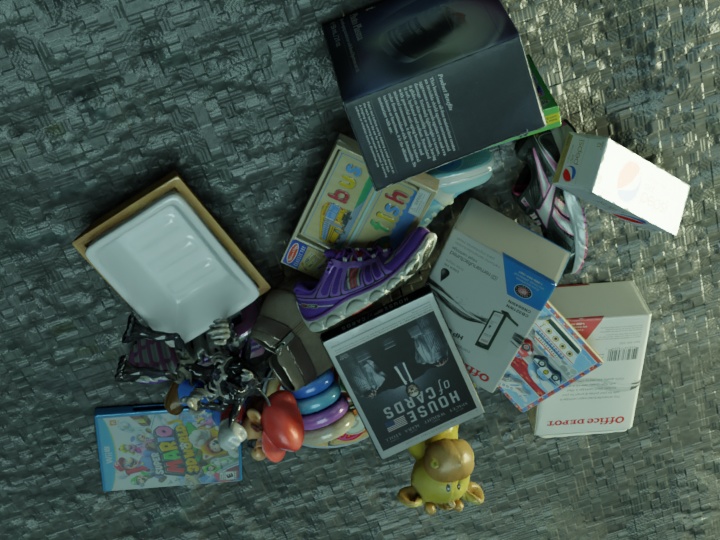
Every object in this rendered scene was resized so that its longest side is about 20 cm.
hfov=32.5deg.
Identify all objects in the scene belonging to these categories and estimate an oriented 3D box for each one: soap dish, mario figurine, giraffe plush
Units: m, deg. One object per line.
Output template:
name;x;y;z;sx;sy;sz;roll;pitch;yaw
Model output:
soap dish;-0.228;-0.015;1.508;0.156;0.082;0.201;-30;125;12
mario figurine;-0.161;0.202;1.597;0.198;0.123;0.107;15;131;32
giraffe plush;0.096;0.237;1.658;0.170;0.164;0.201;-14;145;-1

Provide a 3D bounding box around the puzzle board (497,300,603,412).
puzzle board;0.200;0.087;1.626;0.200;0.017;0.150;45;128;-10

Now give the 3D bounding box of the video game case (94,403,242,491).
video game case;-0.265;0.245;1.722;0.197;0.018;0.145;-3;126;-8

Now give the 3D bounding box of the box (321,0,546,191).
box;0.075;-0.217;1.349;0.196;0.201;0.124;-20;126;3

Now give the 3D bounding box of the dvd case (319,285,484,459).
dvd case;0.055;0.130;1.537;0.149;0.025;0.202;-25;120;2

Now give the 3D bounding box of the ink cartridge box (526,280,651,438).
ink cartridge box;0.307;0.123;1.698;0.144;0.083;0.202;-3;124;-7

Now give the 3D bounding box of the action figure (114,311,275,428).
action figure;-0.192;0.119;1.490;0.197;0.102;0.121;15;77;-13

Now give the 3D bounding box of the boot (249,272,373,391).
boot;-0.043;0.095;1.555;0.200;0.070;0.146;46;65;-10

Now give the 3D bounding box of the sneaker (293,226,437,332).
sneaker;0.000;0.000;1.460;0.198;0.081;0.084;-31;90;22

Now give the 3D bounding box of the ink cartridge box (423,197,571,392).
ink cartridge box;0.152;0.035;1.549;0.145;0.085;0.202;28;128;5

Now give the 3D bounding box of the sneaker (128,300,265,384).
sneaker;-0.205;0.107;1.606;0.198;0.081;0.089;-21;145;9

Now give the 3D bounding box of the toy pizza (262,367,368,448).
toy pizza;-0.038;0.176;1.706;0.197;0.032;0.203;-5;125;-7

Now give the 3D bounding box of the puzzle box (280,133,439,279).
puzzle box;-0.004;-0.058;1.477;0.131;0.026;0.201;24;131;-5

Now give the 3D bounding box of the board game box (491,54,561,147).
board game box;0.118;-0.181;1.421;0.197;0.135;0.029;-16;127;2

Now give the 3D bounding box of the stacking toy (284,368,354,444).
stacking toy;-0.074;0.121;1.614;0.084;0.085;0.203;-17;105;3

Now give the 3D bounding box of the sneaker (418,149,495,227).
sneaker;0.079;-0.077;1.524;0.197;0.080;0.132;-13;125;11

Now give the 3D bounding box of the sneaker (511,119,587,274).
sneaker;0.233;-0.090;1.550;0.085;0.081;0.203;-9;114;3

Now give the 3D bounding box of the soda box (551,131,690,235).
soda box;0.320;-0.104;1.503;0.199;0.063;0.069;19;88;-45
